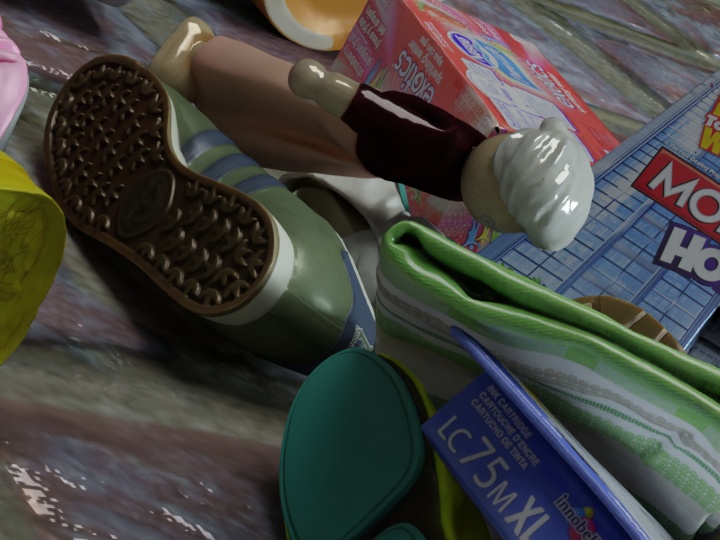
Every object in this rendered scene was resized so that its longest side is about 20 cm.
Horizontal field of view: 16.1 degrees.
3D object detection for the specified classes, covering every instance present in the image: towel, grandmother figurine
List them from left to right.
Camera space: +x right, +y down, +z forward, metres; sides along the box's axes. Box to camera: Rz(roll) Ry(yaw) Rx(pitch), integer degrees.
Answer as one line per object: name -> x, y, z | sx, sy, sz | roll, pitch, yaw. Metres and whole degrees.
grandmother figurine -> 0.012, -0.054, 1.071 | 0.200, 0.061, 0.121 | 20, 6, 33
towel -> 0.069, 0.044, 0.870 | 0.149, 0.031, 0.200 | 25, -10, 6

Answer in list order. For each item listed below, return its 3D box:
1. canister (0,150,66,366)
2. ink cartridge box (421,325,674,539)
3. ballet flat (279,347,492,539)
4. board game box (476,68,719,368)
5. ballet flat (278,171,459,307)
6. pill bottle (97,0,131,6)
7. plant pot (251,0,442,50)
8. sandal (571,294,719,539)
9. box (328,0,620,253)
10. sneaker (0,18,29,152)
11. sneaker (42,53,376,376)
canister -> -0.212, -0.044, 0.810 | 0.200, 0.087, 0.149 | 37, 18, 27
ink cartridge box -> 0.088, 0.103, 0.830 | 0.119, 0.042, 0.200 | 51, 2, 37
ballet flat -> 0.018, 0.099, 0.841 | 0.067, 0.067, 0.200 | 46, 11, -26
board game box -> 0.171, 0.000, 1.137 | 0.200, 0.200, 0.062 | 34, -20, 14
ballet flat -> 0.000, 0.000, 1.094 | 0.069, 0.069, 0.200 | 24, 14, -19
pill bottle -> -0.192, -0.213, 1.275 | 0.200, 0.114, 0.114 | 21, 19, -25
plant pot -> -0.025, -0.236, 1.530 | 0.200, 0.200, 0.183 | 16, 38, -39
sandal -> 0.120, 0.098, 0.990 | 0.200, 0.080, 0.054 | 55, -17, 25
box -> 0.055, -0.057, 1.271 | 0.103, 0.095, 0.200 | 22, 18, -26
sneaker -> -0.195, -0.096, 1.027 | 0.095, 0.079, 0.200 | 10, 22, -22
sneaker -> -0.058, -0.015, 1.035 | 0.090, 0.067, 0.200 | 37, 5, -38
